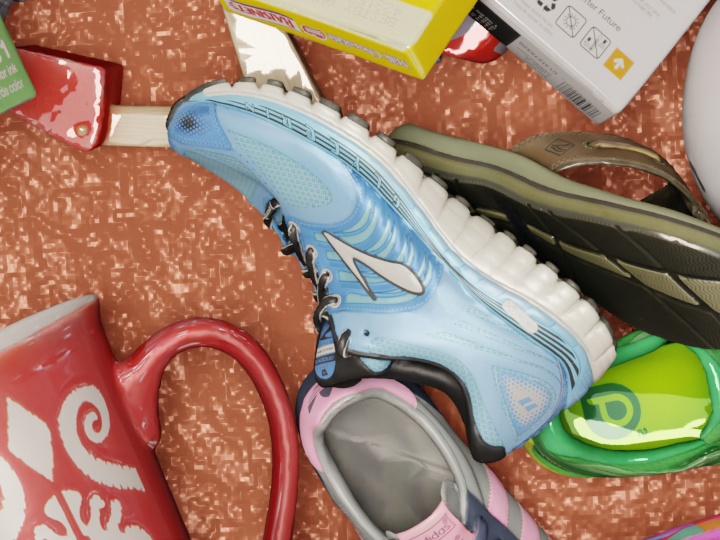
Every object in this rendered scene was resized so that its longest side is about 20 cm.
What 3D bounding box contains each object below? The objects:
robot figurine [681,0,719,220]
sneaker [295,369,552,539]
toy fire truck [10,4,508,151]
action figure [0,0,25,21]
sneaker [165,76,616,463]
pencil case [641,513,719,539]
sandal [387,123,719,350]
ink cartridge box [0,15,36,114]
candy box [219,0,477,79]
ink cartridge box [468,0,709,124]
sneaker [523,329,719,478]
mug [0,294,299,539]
[{"bbox_3d":[0.227,-0.059,1.120,0.200,0.150,0.125,5,118,4],"label":"robot figurine"},{"bbox_3d":[0.041,0.120,1.169,0.070,0.082,0.200,-42,90,6],"label":"sneaker"},{"bbox_3d":[-0.036,-0.102,1.177,0.200,0.049,0.141,16,96,3],"label":"toy fire truck"},{"bbox_3d":[-0.186,-0.151,1.153,0.193,0.105,0.200,16,82,24],"label":"action figure"},{"bbox_3d":[0.000,0.000,1.114,0.200,0.078,0.090,37,84,7],"label":"sneaker"},{"bbox_3d":[0.146,0.136,1.130,0.200,0.088,0.088,-12,93,-17],"label":"pencil case"},{"bbox_3d":[0.091,-0.029,1.124,0.201,0.080,0.057,26,69,38],"label":"sandal"},{"bbox_3d":[-0.239,-0.126,1.104,0.145,0.084,0.200,-20,98,28],"label":"ink cartridge box"},{"bbox_3d":[0.034,-0.171,1.116,0.102,0.026,0.200,23,69,31],"label":"candy box"},{"bbox_3d":[0.122,-0.164,1.142,0.095,0.037,0.200,40,79,-5],"label":"ink cartridge box"},{"bbox_3d":[0.161,0.047,1.151,0.200,0.084,0.074,-18,92,6],"label":"sneaker"},{"bbox_3d":[-0.109,0.121,1.155,0.177,0.133,0.200,-22,96,27],"label":"mug"}]
